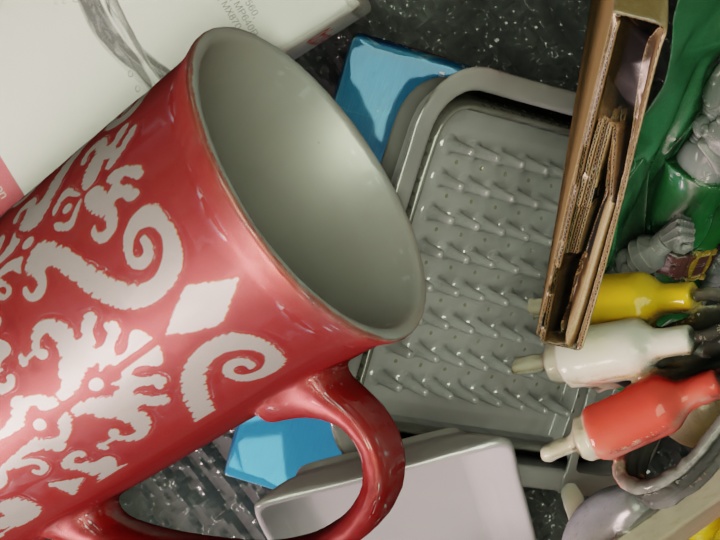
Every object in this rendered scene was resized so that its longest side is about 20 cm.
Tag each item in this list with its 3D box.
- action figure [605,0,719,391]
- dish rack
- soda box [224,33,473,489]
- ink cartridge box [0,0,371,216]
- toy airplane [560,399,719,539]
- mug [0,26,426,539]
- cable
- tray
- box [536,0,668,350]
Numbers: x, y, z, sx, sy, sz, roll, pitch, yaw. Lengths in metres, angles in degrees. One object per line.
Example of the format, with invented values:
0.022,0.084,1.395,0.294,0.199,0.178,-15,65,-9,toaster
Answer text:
0.140,-0.028,0.914,0.117,0.055,0.201,-9,135,-35,action figure
0.069,0.005,0.963,0.199,0.043,0.173,11,100,-41,dish rack
0.000,0.000,0.993,0.067,0.064,0.202,17,97,-1,soda box
-0.099,-0.094,0.940,0.199,0.146,0.085,-33,94,5,ink cartridge box
0.175,0.076,0.951,0.141,0.199,0.200,45,111,37,toy airplane
-0.087,0.035,0.842,0.199,0.133,0.179,-33,55,23,mug
0.148,0.024,0.845,0.199,0.050,0.098,-25,57,34,cable
0.021,0.112,0.959,0.106,0.200,0.022,-14,64,3,tray
0.098,-0.098,0.838,0.021,0.201,0.164,11,137,3,box
